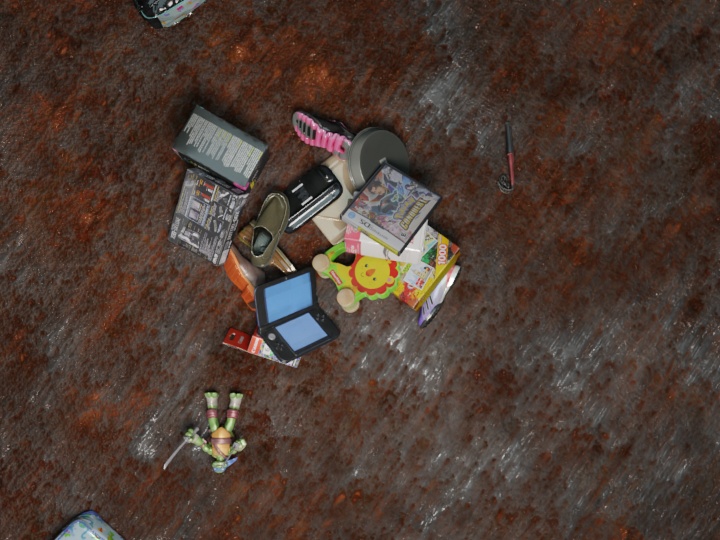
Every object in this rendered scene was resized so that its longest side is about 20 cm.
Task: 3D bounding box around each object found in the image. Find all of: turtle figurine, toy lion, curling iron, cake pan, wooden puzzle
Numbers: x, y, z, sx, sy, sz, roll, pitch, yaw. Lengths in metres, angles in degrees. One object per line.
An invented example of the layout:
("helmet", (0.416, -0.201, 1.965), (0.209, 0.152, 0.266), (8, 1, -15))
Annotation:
("turtle figurine", (-0.362, 0.407, 1.411), (0.143, 0.200, 0.196), (-11, 67, 30))
("toy lion", (0.000, 0.000, 1.464), (0.191, 0.069, 0.200), (-37, 64, -3))
("curling iron", (0.415, -0.320, 1.582), (0.049, 0.026, 0.202), (4, 89, -10))
("cake pan", (0.055, -0.281, 1.484), (0.199, 0.037, 0.202), (-2, 93, -37))
("wooden puzzle", (-0.062, -0.197, 1.520), (0.185, 0.037, 0.200), (-39, 90, -5))

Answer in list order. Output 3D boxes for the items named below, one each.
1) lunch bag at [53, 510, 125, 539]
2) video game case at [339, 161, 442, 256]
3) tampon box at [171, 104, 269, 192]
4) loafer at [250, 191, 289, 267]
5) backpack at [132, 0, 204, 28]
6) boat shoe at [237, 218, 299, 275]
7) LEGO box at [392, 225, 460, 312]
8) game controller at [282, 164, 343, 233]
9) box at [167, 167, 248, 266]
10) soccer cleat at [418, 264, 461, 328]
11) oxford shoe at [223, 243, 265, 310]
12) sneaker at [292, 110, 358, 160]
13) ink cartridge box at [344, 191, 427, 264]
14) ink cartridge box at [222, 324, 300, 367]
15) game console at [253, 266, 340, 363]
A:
("lunch bag", (-0.687, 0.730, 1.414), (0.200, 0.082, 0.161), (43, 84, -6))
("video game case", (0.078, -0.157, 1.395), (0.180, 0.026, 0.200), (33, 69, 14))
("tampon box", (-0.348, -0.299, 1.421), (0.199, 0.150, 0.127), (29, 86, -6))
("loafer", (-0.230, -0.108, 1.418), (0.075, 0.070, 0.202), (13, 81, 1))
("backpack", (-0.479, -0.726, 1.402), (0.199, 0.153, 0.177), (-30, 96, 3))
("boat shoe", (-0.241, -0.041, 1.481), (0.068, 0.072, 0.200), (-42, 84, -4))
("LEGO box", (0.150, -0.015, 1.499), (0.149, 0.077, 0.200), (37, 85, 18))
("game controller", (-0.145, -0.190, 1.480), (0.199, 0.042, 0.105), (-37, 77, 2))
("box", (-0.388, -0.135, 1.412), (0.157, 0.050, 0.201), (27, 110, 11))
("soccer cleat", (0.203, 0.063, 1.543), (0.073, 0.068, 0.201), (30, 87, 13))
("oxford shoe", (-0.301, 0.007, 1.482), (0.073, 0.071, 0.201), (-28, 86, -39))
("sneaker", (-0.088, -0.376, 1.504), (0.199, 0.079, 0.096), (31, 51, 4))
("ink cartridge box", (0.069, -0.109, 1.432), (0.198, 0.085, 0.147), (9, 65, 6))
("ink cartridge box", (-0.247, 0.180, 1.453), (0.198, 0.109, 0.051), (19, 104, -7))
("game console", (-0.156, 0.109, 1.416), (0.199, 0.119, 0.171), (-22, 58, -40))
